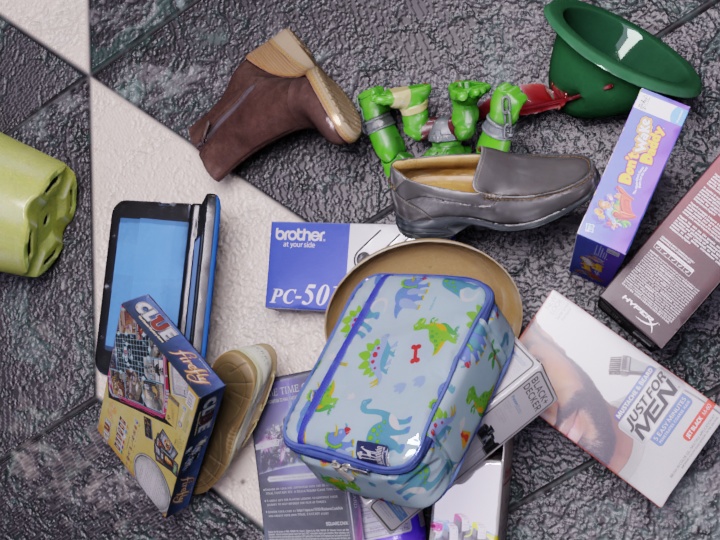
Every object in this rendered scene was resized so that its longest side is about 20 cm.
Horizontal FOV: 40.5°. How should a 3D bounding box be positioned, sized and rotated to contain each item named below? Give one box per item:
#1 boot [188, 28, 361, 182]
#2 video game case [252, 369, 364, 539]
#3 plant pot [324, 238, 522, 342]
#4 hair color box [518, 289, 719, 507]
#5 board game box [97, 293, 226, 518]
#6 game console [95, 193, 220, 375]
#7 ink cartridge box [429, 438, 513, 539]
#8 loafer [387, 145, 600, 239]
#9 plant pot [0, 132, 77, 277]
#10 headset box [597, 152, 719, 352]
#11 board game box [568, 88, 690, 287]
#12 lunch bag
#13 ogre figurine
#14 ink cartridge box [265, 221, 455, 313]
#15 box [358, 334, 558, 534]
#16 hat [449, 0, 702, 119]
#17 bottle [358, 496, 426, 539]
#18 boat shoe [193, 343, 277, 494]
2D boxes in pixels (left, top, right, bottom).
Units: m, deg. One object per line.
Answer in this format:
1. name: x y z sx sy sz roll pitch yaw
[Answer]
1. boot: -0.095 -0.151 1.043 0.166 0.072 0.201 -44 48 12
2. video game case: -0.058 0.208 1.007 0.142 0.019 0.204 -16 78 44
3. plant pot: 0.061 0.046 0.970 0.197 0.202 0.028 -21 35 10
4. hair color box: 0.241 0.122 0.957 0.199 0.064 0.112 36 94 16
5. board game box: -0.210 0.142 1.005 0.135 0.034 0.202 44 134 24
6. game console: -0.223 0.020 1.057 0.116 0.171 0.204 6 85 -13
7. ink cartridge box: 0.108 0.237 0.950 0.067 0.115 0.204 5 85 13
8. loafer: 0.120 -0.080 0.902 0.196 0.073 0.074 -11 43 14
9. plant pot: -0.426 -0.083 1.088 0.181 0.200 0.204 17 88 3
10. headset box: 0.314 -0.024 0.911 0.077 0.149 0.201 40 95 13
11. board game box: 0.243 -0.067 0.901 0.044 0.200 0.136 24 86 13
12. lunch bag: 0.031 0.098 0.852 0.159 0.083 0.202 7 55 40
13. ogre figurine: 0.083 -0.128 0.990 0.197 0.098 0.122 -2 111 23
14. ink cartridge box: 0.000 0.000 1.037 0.196 0.044 0.096 2 83 14
15. box: 0.069 0.131 0.901 0.199 0.060 0.117 -39 42 -4
16. hat: 0.219 -0.161 0.997 0.201 0.164 0.178 51 131 34
17. bottle: 0.025 0.262 0.993 0.082 0.065 0.204 -15 81 16
18. boat shoe: -0.139 0.157 1.029 0.074 0.066 0.201 43 124 15
